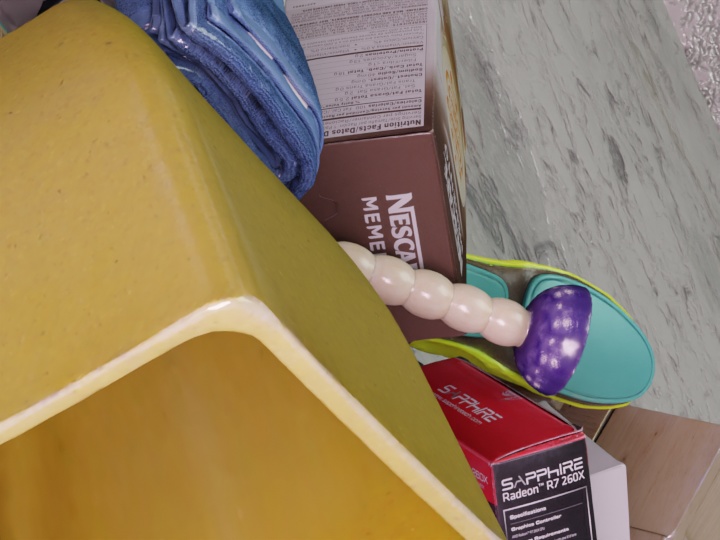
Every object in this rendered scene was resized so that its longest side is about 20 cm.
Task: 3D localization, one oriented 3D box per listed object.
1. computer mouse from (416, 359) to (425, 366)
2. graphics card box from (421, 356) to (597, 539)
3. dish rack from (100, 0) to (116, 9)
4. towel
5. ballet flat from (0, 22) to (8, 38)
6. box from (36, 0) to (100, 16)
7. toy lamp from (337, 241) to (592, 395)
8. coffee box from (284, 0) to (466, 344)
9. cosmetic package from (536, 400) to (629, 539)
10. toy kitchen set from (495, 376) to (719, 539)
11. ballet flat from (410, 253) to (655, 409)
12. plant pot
[{"bbox_3d":[0.028,0.081,1.196,0.110,0.044,0.200,53,-7,-18],"label":"computer mouse"},{"bbox_3d":[0.063,0.152,1.009,0.125,0.051,0.200,-151,-131,-63],"label":"graphics card box"},{"bbox_3d":[-0.096,-0.163,1.063,0.172,0.044,0.200,54,22,-38],"label":"dish rack"},{"bbox_3d":[-0.064,-0.124,0.913,0.112,0.049,0.200,49,16,-46],"label":"towel"},{"bbox_3d":[-0.149,-0.044,0.879,0.200,0.070,0.065,53,37,-31],"label":"ballet flat"},{"bbox_3d":[-0.094,-0.019,1.039,0.200,0.044,0.160,59,19,-25],"label":"box"},{"bbox_3d":[0.000,0.000,0.965,0.200,0.058,0.058,18,37,-12],"label":"toy lamp"},{"bbox_3d":[0.006,-0.064,1.078,0.200,0.080,0.114,-86,167,-55],"label":"coffee box"},{"bbox_3d":[0.093,0.172,1.089,0.083,0.051,0.200,-144,-136,-59],"label":"cosmetic package"},{"bbox_3d":[0.086,0.132,1.265,0.180,0.200,0.163,-56,134,-25],"label":"toy kitchen set"},{"bbox_3d":[0.066,0.024,1.181,0.200,0.067,0.067,19,81,-35],"label":"ballet flat"},{"bbox_3d":[-0.096,0.028,0.767,0.194,0.195,0.200,47,18,-48],"label":"plant pot"}]
